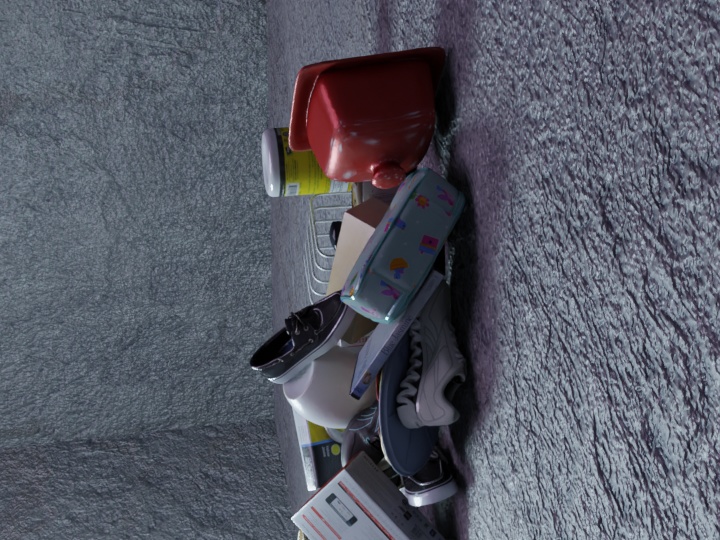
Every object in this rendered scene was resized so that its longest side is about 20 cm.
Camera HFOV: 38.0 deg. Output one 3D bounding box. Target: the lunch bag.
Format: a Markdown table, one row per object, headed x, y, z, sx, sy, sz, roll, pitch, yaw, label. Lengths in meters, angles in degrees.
| x | y | z | sx | sy | sz | roll | pitch | yaw | label |
| --- | --- | --- | --- | --- | --- | --- | --- | --- | --- |
| 0.053 | -0.031 | 1.324 | 0.201 | 0.077 | 0.160 | -59 | 5 | -7 | lunch bag |

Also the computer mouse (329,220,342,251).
| x | y | z | sx | sy | sz | roll | pitch | yaw | label |
| --- | --- | --- | --- | --- | --- | --- | --- | --- | --- |
| 0.002 | 0.001 | 1.695 | 0.201 | 0.034 | 0.059 | 56 | -175 | -26 | computer mouse |

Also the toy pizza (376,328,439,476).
| x | y | z | sx | sy | sz | roll | pitch | yaw | label |
| --- | --- | --- | --- | --- | --- | --- | --- | --- | --- |
| 0.062 | 0.172 | 1.399 | 0.200 | 0.031 | 0.202 | -2 | -88 | -64 | toy pizza |

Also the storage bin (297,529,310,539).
| x | y | z | sx | sy | sz | roll | pitch | yaw | label |
| --- | --- | --- | --- | --- | --- | --- | --- | --- | --- |
| 0.010 | 0.487 | 1.664 | 0.094 | 0.198 | 0.199 | 98 | 164 | -46 | storage bin |

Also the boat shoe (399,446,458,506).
| x | y | z | sx | sy | sz | roll | pitch | yaw | label |
| --- | --- | --- | --- | --- | --- | --- | --- | --- | --- |
| 0.089 | 0.279 | 1.488 | 0.199 | 0.073 | 0.069 | -115 | 7 | -86 | boat shoe |

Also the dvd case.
| x | y | z | sx | sy | sz | roll | pitch | yaw | label |
| --- | --- | --- | --- | --- | --- | --- | --- | --- | --- |
| 0.049 | 0.060 | 1.351 | 0.201 | 0.017 | 0.143 | -57 | 6 | 16 | dvd case |

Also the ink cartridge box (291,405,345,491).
| x | y | z | sx | sy | sz | roll | pitch | yaw | label |
| --- | --- | --- | --- | --- | --- | --- | --- | --- | --- |
| -0.018 | 0.247 | 1.743 | 0.047 | 0.199 | 0.199 | -22 | 78 | 53 | ink cartridge box |

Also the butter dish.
| x | y | z | sx | sy | sz | roll | pitch | yaw | label |
| --- | --- | --- | --- | --- | --- | --- | --- | --- | --- |
| 0.019 | -0.174 | 1.343 | 0.200 | 0.198 | 0.149 | 107 | 149 | -63 | butter dish |

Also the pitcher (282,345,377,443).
| x | y | z | sx | sy | sz | roll | pitch | yaw | label |
| --- | --- | --- | --- | --- | --- | --- | --- | --- | --- |
| -0.032 | 0.202 | 1.612 | 0.172 | 0.199 | 0.122 | -44 | 39 | 29 | pitcher |

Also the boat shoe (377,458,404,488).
| x | y | z | sx | sy | sz | roll | pitch | yaw | label |
| --- | --- | --- | --- | --- | --- | --- | --- | --- | --- |
| 0.052 | 0.316 | 1.647 | 0.202 | 0.072 | 0.061 | 27 | -137 | -81 | boat shoe |

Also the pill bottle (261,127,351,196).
| x | y | z | sx | sy | sz | roll | pitch | yaw | label |
| --- | --- | --- | --- | --- | --- | --- | --- | --- | --- |
| -0.060 | -0.185 | 1.736 | 0.112 | 0.198 | 0.114 | 175 | 90 | -79 | pill bottle |

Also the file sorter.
| x | y | z | sx | sy | sz | roll | pitch | yaw | label |
| --- | --- | --- | --- | --- | --- | --- | --- | --- | --- |
| -0.030 | -0.035 | 1.857 | 0.200 | 0.123 | 0.140 | 102 | 160 | -60 | file sorter |

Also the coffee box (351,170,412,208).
| x | y | z | sx | sy | sz | roll | pitch | yaw | label |
| --- | --- | --- | --- | --- | --- | --- | --- | --- | --- |
| 0.031 | -0.126 | 1.592 | 0.113 | 0.079 | 0.202 | -111 | 19 | -63 | coffee box |

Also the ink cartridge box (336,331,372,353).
| x | y | z | sx | sy | sz | roll | pitch | yaw | label |
| --- | --- | --- | --- | --- | --- | --- | --- | --- | --- |
| 0.012 | 0.115 | 1.712 | 0.200 | 0.114 | 0.068 | -141 | 46 | -77 | ink cartridge box |

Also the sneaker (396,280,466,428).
| x | y | z | sx | sy | sz | roll | pitch | yaw | label |
| --- | --- | --- | --- | --- | --- | --- | --- | --- | --- |
| 0.103 | 0.108 | 1.360 | 0.075 | 0.080 | 0.202 | 39 | -125 | -55 | sneaker |

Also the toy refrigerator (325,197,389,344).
| x | y | z | sx | sy | sz | roll | pitch | yaw | label |
| --- | --- | --- | --- | --- | --- | --- | --- | --- | --- |
| 0.000 | 0.000 | 1.535 | 0.070 | 0.076 | 0.201 | 30 | 126 | 24 | toy refrigerator |

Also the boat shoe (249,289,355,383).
| x | y | z | sx | sy | sz | roll | pitch | yaw | label |
| --- | --- | --- | --- | --- | --- | --- | --- | --- | --- |
| -0.088 | 0.089 | 1.517 | 0.200 | 0.066 | 0.070 | -40 | 41 | 30 | boat shoe |

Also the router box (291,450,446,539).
| x | y | z | sx | sy | sz | roll | pitch | yaw | label |
| --- | --- | --- | --- | --- | --- | --- | --- | --- | --- |
| 0.015 | 0.385 | 1.529 | 0.200 | 0.049 | 0.180 | 46 | 134 | 5 | router box |

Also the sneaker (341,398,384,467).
| x | y | z | sx | sy | sz | roll | pitch | yaw | label |
| --- | --- | --- | --- | --- | --- | --- | --- | --- | --- |
| 0.039 | 0.223 | 1.521 | 0.201 | 0.075 | 0.079 | -57 | 24 | 8 | sneaker |
